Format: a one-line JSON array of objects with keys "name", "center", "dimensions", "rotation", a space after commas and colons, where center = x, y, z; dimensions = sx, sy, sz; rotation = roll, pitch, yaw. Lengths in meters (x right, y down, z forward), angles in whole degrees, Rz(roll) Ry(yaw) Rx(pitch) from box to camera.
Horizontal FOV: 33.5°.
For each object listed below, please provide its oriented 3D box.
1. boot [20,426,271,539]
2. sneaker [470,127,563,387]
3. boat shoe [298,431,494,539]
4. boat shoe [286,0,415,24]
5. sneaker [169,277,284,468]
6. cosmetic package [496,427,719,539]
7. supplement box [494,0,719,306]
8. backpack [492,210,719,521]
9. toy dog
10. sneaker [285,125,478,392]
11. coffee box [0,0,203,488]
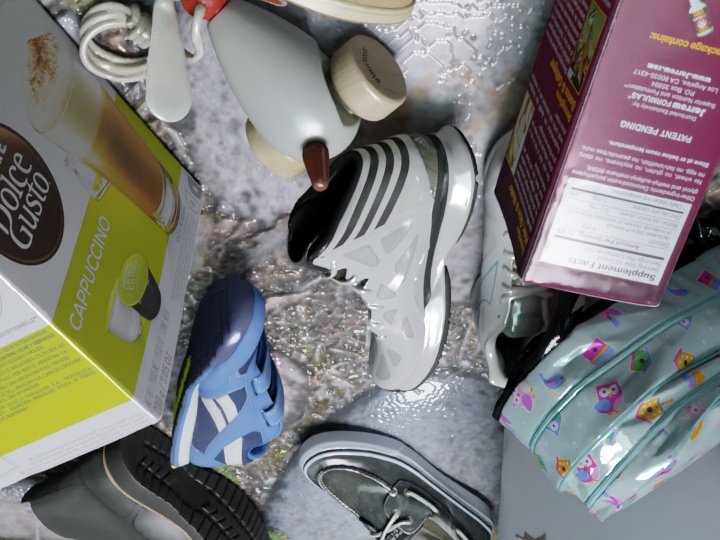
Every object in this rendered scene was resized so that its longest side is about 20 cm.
[{"name": "boot", "center": [-0.177, 0.221, 1.019], "dimensions": [0.137, 0.078, 0.201], "rotation": [-27, 114, 29]}, {"name": "sneaker", "center": [0.113, -0.004, 0.790], "dimensions": [0.069, 0.081, 0.202], "rotation": [2, 132, 1]}, {"name": "boat shoe", "center": [0.036, 0.197, 0.986], "dimensions": [0.198, 0.071, 0.072], "rotation": [28, 128, -23]}, {"name": "boat shoe", "center": [-0.050, -0.192, 0.619], "dimensions": [0.198, 0.072, 0.065], "rotation": [22, 120, -20]}, {"name": "sneaker", "center": [-0.089, 0.078, 0.879], "dimensions": [0.081, 0.075, 0.201], "rotation": [10, 140, -11]}, {"name": "cosmetic package", "center": [0.191, 0.220, 0.928], "dimensions": [0.164, 0.169, 0.202], "rotation": [1, 135, 10]}, {"name": "supplement box", "center": [0.146, -0.098, 0.649], "dimensions": [0.084, 0.111, 0.202], "rotation": [11, 118, -9]}, {"name": "backpack", "center": [0.185, 0.067, 0.773], "dimensions": [0.199, 0.127, 0.168], "rotation": [-22, 146, -41]}, {"name": "toy dog", "center": [-0.068, -0.113, 0.677], "dimensions": [0.198, 0.097, 0.132], "rotation": [19, 131, -17]}, {"name": "sneaker", "center": [0.000, 0.000, 0.776], "dimensions": [0.114, 0.076, 0.203], "rotation": [-7, 128, -23]}, {"name": "coffee box", "center": [-0.238, -0.010, 0.705], "dimensions": [0.198, 0.201, 0.198], "rotation": [-23, 129, 21]}]
